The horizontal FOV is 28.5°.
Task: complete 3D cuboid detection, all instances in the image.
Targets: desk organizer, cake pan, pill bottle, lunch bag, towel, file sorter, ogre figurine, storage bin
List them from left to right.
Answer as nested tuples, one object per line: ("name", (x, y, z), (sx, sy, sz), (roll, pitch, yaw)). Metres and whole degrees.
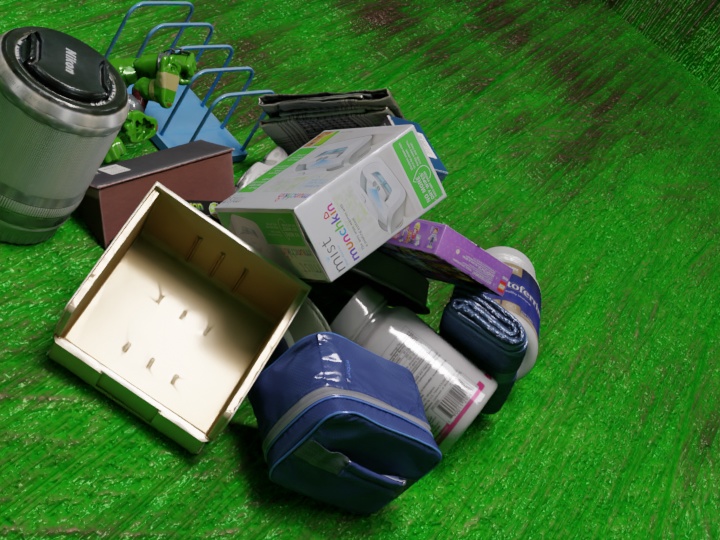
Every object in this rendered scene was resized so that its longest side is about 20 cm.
("ogre figurine", (-0.298, -0.209, 1.762), (0.119, 0.202, 0.098), (9, -24, 27))
("desk organizer", (-0.246, -0.093, 1.701), (0.199, 0.078, 0.071), (-20, 26, -39))
("storage bin", (-0.191, 0.052, 1.479), (0.199, 0.094, 0.199), (34, 54, -4))
("file sorter", (-0.232, -0.253, 1.899), (0.200, 0.123, 0.138), (47, 31, 19))
("towel", (-0.026, -0.180, 1.904), (0.200, 0.190, 0.035), (54, 40, -60))
("lunch bag", (-0.011, 0.174, 1.498), (0.199, 0.136, 0.133), (26, 33, -38))
("cake pan", (0.000, 0.000, 1.751), (0.198, 0.037, 0.200), (22, -8, 3))
("pill bottle", (0.054, 0.115, 1.685), (0.200, 0.114, 0.113), (40, 30, 5))
("towel", (0.144, 0.097, 1.718), (0.111, 0.201, 0.049), (35, 62, 15))
("pill bottle", (0.185, 0.056, 1.904), (0.115, 0.116, 0.201), (31, 30, -9))

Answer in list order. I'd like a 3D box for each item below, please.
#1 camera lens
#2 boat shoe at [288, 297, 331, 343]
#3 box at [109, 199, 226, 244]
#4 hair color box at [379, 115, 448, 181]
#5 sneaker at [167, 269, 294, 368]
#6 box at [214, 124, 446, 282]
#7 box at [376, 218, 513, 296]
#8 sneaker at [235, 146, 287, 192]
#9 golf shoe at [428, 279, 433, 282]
("camera lens", (-0.355, -0.150, 1.544), (0.159, 0.201, 0.161), (25, 31, -17))
("boat shoe", (-0.117, 0.046, 1.656), (0.198, 0.075, 0.066), (30, -14, 0))
("box", (-0.182, -0.042, 1.661), (0.199, 0.110, 0.035), (0, 65, -47))
("hair color box", (0.021, -0.092, 1.854), (0.060, 0.201, 0.100), (10, 39, -39))
("sneaker", (-0.168, 0.060, 1.582), (0.199, 0.075, 0.085), (33, 36, 6))
("box", (-0.036, -0.073, 1.565), (0.176, 0.199, 0.097), (-36, 110, -23))
("box", (0.065, -0.026, 1.684), (0.199, 0.039, 0.136), (14, -12, 46))
("sneaker", (-0.112, -0.092, 1.846), (0.099, 0.078, 0.200), (40, 31, -1))
("golf shoe", (0.028, -0.062, 1.952), (0.091, 0.076, 0.200), (-11, 53, -48))
